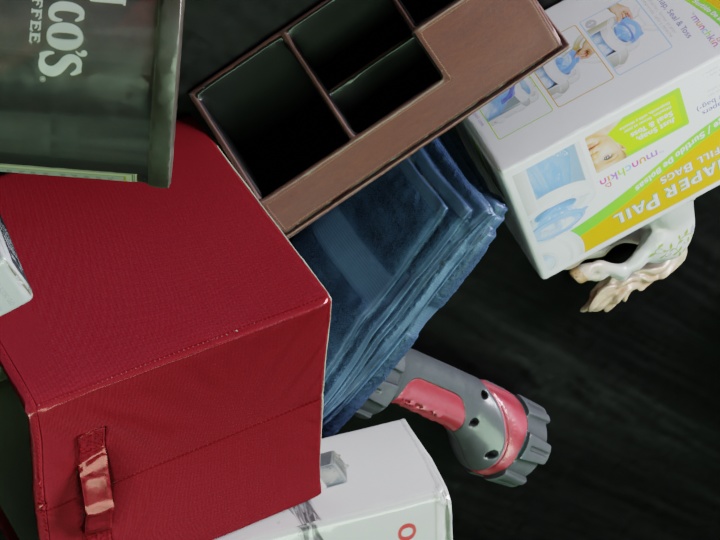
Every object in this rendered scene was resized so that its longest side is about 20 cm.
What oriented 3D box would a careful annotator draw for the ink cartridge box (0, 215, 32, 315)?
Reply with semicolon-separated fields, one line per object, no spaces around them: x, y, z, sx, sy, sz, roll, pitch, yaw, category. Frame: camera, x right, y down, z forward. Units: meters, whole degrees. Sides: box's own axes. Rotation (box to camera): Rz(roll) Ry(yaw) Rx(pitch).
-0.279;-0.012;1.083;0.200;0.198;0.043;-26;137;-2;ink cartridge box

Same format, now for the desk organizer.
0.009;-0.114;1.243;0.200;0.072;0.077;-34;137;5;desk organizer

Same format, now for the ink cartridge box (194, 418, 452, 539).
-0.049;0.187;1.321;0.199;0.085;0.146;-11;125;-13;ink cartridge box

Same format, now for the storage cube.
-0.136;0.046;1.232;0.179;0.200;0.171;-19;139;-21;storage cube

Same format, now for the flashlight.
0.048;0.093;1.482;0.068;0.068;0.200;-44;139;21;flashlight

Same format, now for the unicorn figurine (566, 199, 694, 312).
0.194;-0.054;1.421;0.137;0.074;0.200;-16;156;-13;unicorn figurine

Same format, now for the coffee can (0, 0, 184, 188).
-0.183;-0.119;1.022;0.199;0.147;0.147;4;133;-5;coffee can

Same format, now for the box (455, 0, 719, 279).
0.164;-0.104;1.318;0.200;0.101;0.113;-29;139;-1;box

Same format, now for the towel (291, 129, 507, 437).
0.000;0.000;1.322;0.048;0.112;0.200;8;127;-45;towel
